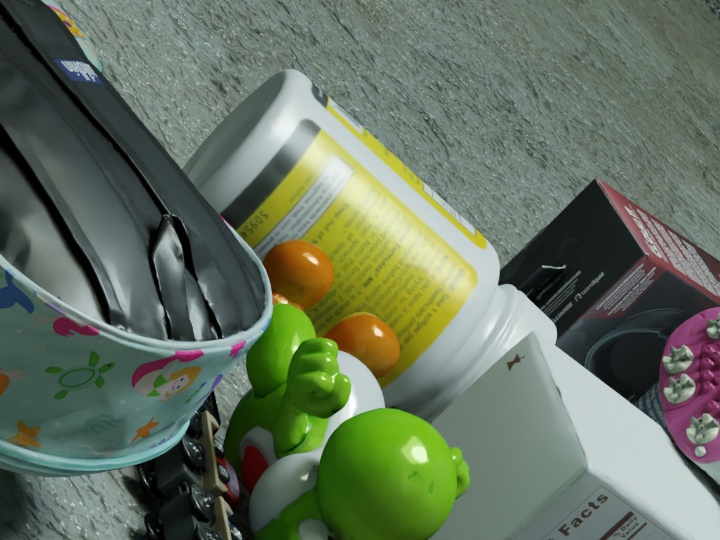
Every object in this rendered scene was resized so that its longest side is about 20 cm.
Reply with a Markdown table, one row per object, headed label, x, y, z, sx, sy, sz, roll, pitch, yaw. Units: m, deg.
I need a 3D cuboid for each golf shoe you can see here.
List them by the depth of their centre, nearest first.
| label | x | y | z | sx | sy | sz | roll | pitch | yaw |
| --- | --- | --- | --- | --- | --- | --- | --- | --- | --- |
| golf shoe | 0.214 | 0.103 | 1.393 | 0.092 | 0.075 | 0.200 | 52 | 9 | -44 |

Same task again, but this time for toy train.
| label | x | y | z | sx | sy | sz | roll | pitch | yaw |
| --- | --- | --- | --- | --- | --- | --- | --- | --- | --- |
| toy train | -0.074 | 0.089 | 1.188 | 0.046 | 0.034 | 0.200 | 51 | 12 | -28 |

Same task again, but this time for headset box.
| label | x | y | z | sx | sy | sz | roll | pitch | yaw |
| --- | --- | --- | --- | --- | --- | --- | --- | --- | --- |
| headset box | 0.148 | 0.047 | 1.605 | 0.200 | 0.149 | 0.077 | 31 | 21 | -42 |

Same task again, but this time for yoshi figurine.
| label | x | y | z | sx | sy | sz | roll | pitch | yaw |
| --- | --- | --- | --- | --- | --- | --- | --- | --- | --- |
| yoshi figurine | -0.001 | 0.070 | 1.204 | 0.112 | 0.112 | 0.200 | 2 | 36 | -8 |

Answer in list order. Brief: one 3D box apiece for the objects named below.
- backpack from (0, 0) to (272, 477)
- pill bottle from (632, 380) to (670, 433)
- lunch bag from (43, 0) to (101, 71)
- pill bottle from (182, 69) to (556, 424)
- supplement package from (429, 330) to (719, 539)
| label | x | y | z | sx | sy | sz | roll | pitch | yaw |
| --- | --- | --- | --- | --- | --- | --- | --- | --- | --- |
| backpack | -0.139 | -0.008 | 1.049 | 0.200 | 0.151 | 0.177 | 43 | 22 | 19 |
| pill bottle | 0.206 | 0.105 | 1.518 | 0.120 | 0.200 | 0.120 | 40 | 18 | -15 |
| lunch bag | -0.204 | -0.102 | 1.247 | 0.160 | 0.077 | 0.200 | 40 | 17 | -13 |
| pill bottle | 0.000 | 0.000 | 1.426 | 0.200 | 0.114 | 0.114 | 42 | 17 | -12 |
| supplement package | 0.125 | 0.147 | 1.373 | 0.200 | 0.117 | 0.117 | 37 | 19 | -29 |
